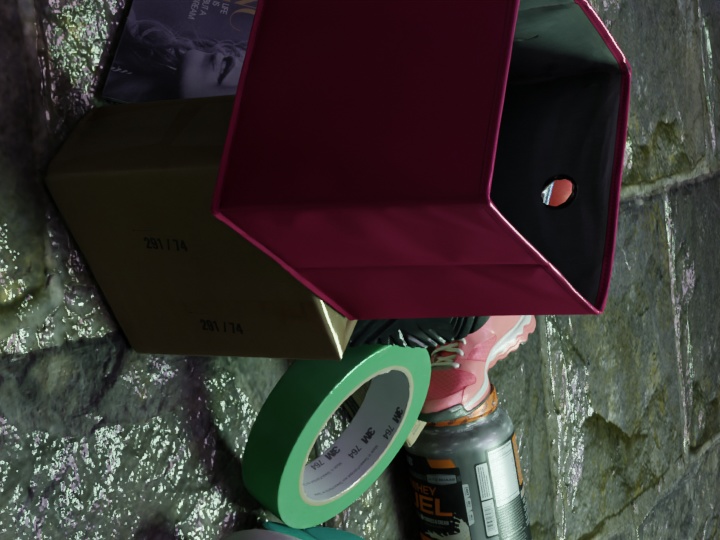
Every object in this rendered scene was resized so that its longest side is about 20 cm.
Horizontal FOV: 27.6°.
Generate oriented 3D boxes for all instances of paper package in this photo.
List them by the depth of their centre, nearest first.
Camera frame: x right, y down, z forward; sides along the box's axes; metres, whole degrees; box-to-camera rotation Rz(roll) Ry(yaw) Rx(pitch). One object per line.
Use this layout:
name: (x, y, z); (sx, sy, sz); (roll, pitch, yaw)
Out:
paper package: (-0.107, -0.031, 1.107); (0.104, 0.199, 0.191); (-60, 138, -44)

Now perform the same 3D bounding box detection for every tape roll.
tape roll: (-0.019, 0.136, 1.309); (0.200, 0.048, 0.201); (-38, 148, -28)

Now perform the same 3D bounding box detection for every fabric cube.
fabric cube: (0.050, -0.088, 0.985); (0.200, 0.199, 0.197); (38, 55, -52)

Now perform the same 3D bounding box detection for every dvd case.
dvd case: (-0.092, -0.174, 1.177); (0.016, 0.199, 0.149); (109, -6, -62)

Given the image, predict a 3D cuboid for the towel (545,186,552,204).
towel: (0.151, -0.083, 1.503); (0.200, 0.024, 0.145); (-129, -133, -64)

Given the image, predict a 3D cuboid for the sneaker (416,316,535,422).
sneaker: (0.098, 0.069, 1.442); (0.200, 0.074, 0.087); (-49, 124, -42)

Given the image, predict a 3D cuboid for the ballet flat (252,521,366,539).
ballet flat: (-0.050, 0.271, 1.346); (0.200, 0.070, 0.065); (26, 92, -56)

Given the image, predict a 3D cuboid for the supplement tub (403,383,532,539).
supplement tub: (0.115, 0.227, 1.586); (0.122, 0.122, 0.201); (-33, 115, -59)

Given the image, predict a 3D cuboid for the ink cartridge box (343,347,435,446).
ink cartridge box: (0.044, 0.047, 1.469); (0.200, 0.075, 0.165); (-55, 135, -26)

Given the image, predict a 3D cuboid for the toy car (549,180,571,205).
toy car: (0.177, -0.052, 1.657); (0.200, 0.176, 0.185); (-75, 159, -45)

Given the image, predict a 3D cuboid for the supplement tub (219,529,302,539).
supplement tub: (-0.089, 0.325, 1.158); (0.146, 0.145, 0.200); (64, 35, -36)

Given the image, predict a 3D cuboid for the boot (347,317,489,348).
boot: (0.000, 0.000, 1.265); (0.168, 0.199, 0.077); (-113, -164, -60)
